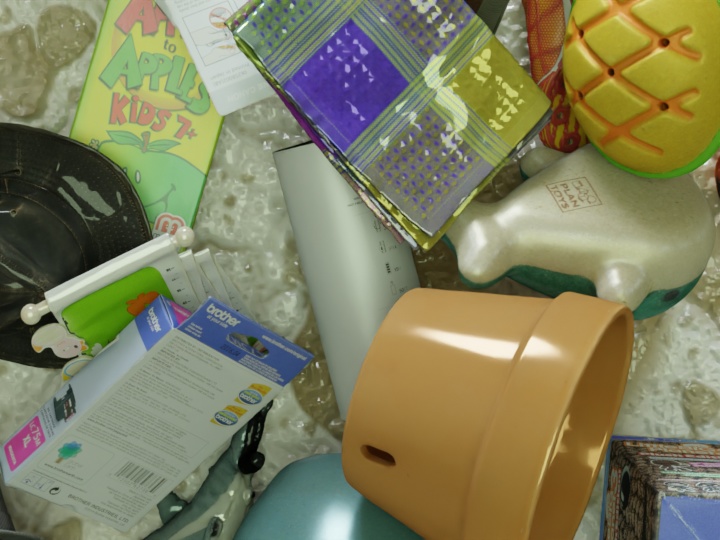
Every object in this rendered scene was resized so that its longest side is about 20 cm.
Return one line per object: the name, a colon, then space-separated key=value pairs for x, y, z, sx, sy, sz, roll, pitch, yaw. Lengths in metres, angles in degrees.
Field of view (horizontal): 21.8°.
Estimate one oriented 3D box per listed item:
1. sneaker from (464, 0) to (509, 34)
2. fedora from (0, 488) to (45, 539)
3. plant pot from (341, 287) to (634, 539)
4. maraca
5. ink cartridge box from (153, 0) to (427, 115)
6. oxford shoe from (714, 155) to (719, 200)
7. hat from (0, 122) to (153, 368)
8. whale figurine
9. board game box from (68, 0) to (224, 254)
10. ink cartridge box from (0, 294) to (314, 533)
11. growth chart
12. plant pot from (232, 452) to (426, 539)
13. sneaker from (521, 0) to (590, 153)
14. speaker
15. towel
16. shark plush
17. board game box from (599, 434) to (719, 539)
sneaker: x=0.051 y=-0.208 z=1.311 sx=0.074 sy=0.106 sz=0.200 roll=13 pitch=125 yaw=-38
fedora: x=-0.314 y=0.172 z=1.294 sx=0.199 sy=0.177 sz=0.091 roll=-18 pitch=67 yaw=11
plant pot: x=0.077 y=0.098 z=1.202 sx=0.139 sy=0.200 sz=0.201 roll=18 pitch=95 yaw=18
maraca: x=0.193 y=-0.160 z=1.235 sx=0.136 sy=0.107 sz=0.201 roll=10 pitch=109 yaw=36
ink cartridge box: x=-0.069 y=-0.214 z=1.269 sx=0.162 sy=0.057 sz=0.201 roll=-23 pitch=84 yaw=-14
oxford shoe: x=0.292 y=-0.084 z=1.268 sx=0.072 sy=0.200 sz=0.072 roll=-20 pitch=78 yaw=-4
hat: x=-0.241 y=-0.005 z=1.269 sx=0.199 sy=0.081 sz=0.202 roll=6 pitch=112 yaw=15
whale figurine: x=0.145 y=-0.016 z=1.291 sx=0.199 sy=0.160 sz=0.104 roll=-10 pitch=138 yaw=-22
board game box: x=-0.144 y=-0.118 z=1.314 sx=0.101 sy=0.048 sz=0.201 roll=17 pitch=95 yaw=-4
ink cartridge box: x=-0.140 y=0.092 z=1.287 sx=0.200 sy=0.042 sz=0.119 roll=-41 pitch=137 yaw=17
growth chart: x=-0.135 y=0.049 z=1.290 sx=0.144 sy=0.018 sz=0.200 roll=-33 pitch=139 yaw=4
plant pot: x=-0.009 y=0.204 z=1.296 sx=0.199 sy=0.200 sz=0.136 roll=0 pitch=66 yaw=-3
sneaker: x=0.146 y=-0.182 z=1.318 sx=0.073 sy=0.077 sz=0.201 roll=-9 pitch=111 yaw=-21
speaker: x=0.000 y=0.000 z=1.316 sx=0.081 sy=0.081 sz=0.201 roll=-15 pitch=96 yaw=-1
towel: x=0.024 y=-0.129 z=1.230 sx=0.144 sy=0.023 sz=0.200 roll=-43 pitch=101 yaw=-11
shark plush: x=-0.125 y=0.177 z=1.333 sx=0.083 sy=0.091 sz=0.201 roll=31 pitch=104 yaw=26
board game box: x=0.226 y=0.211 z=1.286 sx=0.096 sy=0.200 sz=0.161 roll=4 pitch=95 yaw=-2
